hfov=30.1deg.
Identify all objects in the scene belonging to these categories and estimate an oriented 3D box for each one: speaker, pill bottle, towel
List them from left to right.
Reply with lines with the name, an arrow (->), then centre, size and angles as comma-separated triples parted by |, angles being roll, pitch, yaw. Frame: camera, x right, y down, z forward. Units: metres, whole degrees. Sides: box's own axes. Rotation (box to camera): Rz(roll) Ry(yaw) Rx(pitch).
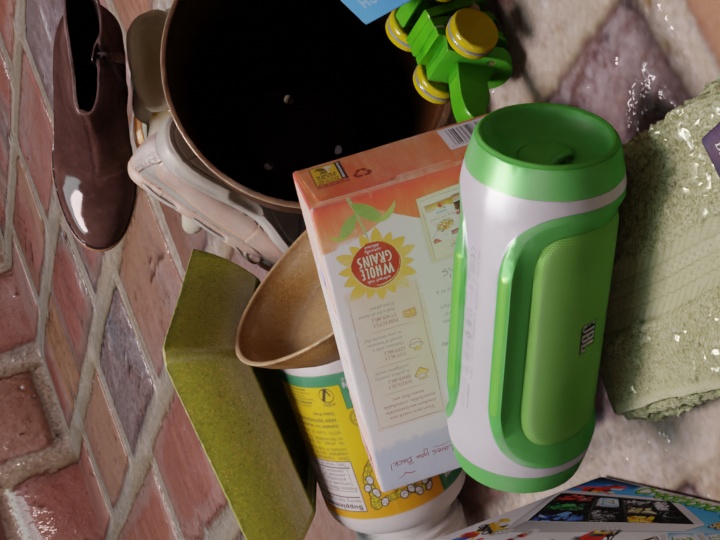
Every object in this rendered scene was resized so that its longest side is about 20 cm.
pill bottle -> 0.015, 0.122, 0.996 | 0.113, 0.112, 0.201 | 26, 137, 61
speaker -> 0.090, 0.018, 0.707 | 0.088, 0.088, 0.201 | 46, 144, 48
towel -> 0.163, -0.004, 0.680 | 0.200, 0.036, 0.149 | -37, 69, 66

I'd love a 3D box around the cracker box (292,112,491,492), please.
cracker box -> 0.049, 0.020, 0.788 | 0.058, 0.133, 0.201 | -117, 12, -60

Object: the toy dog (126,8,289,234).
toy dog -> -0.132, -0.134, 1.170 | 0.200, 0.139, 0.195 | -161, 65, -77

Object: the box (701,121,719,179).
box -> 0.226, -0.001, 0.483 | 0.201, 0.078, 0.141 | 67, 154, 16

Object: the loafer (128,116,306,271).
loafer -> -0.093, -0.048, 1.060 | 0.063, 0.200, 0.072 | -29, 38, 35

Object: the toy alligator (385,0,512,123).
toy alligator -> 0.046, -0.170, 0.816 | 0.201, 0.054, 0.059 | 65, 147, 19

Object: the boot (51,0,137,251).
boot -> -0.217, -0.115, 1.061 | 0.166, 0.072, 0.201 | -168, 76, -83

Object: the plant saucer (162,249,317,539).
plant saucer -> -0.078, 0.098, 1.010 | 0.200, 0.048, 0.201 | -91, -20, -68

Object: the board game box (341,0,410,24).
board game box -> 0.012, -0.217, 0.683 | 0.153, 0.040, 0.200 | 41, 154, -20

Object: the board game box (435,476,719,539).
board game box -> 0.138, 0.158, 0.727 | 0.200, 0.126, 0.035 | -2, 103, 67

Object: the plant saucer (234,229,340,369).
plant saucer -> 0.000, 0.000, 0.908 | 0.035, 0.200, 0.200 | 47, 165, -20

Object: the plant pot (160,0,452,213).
plant pot -> -0.038, -0.114, 0.929 | 0.200, 0.186, 0.188 | 115, 136, -80
